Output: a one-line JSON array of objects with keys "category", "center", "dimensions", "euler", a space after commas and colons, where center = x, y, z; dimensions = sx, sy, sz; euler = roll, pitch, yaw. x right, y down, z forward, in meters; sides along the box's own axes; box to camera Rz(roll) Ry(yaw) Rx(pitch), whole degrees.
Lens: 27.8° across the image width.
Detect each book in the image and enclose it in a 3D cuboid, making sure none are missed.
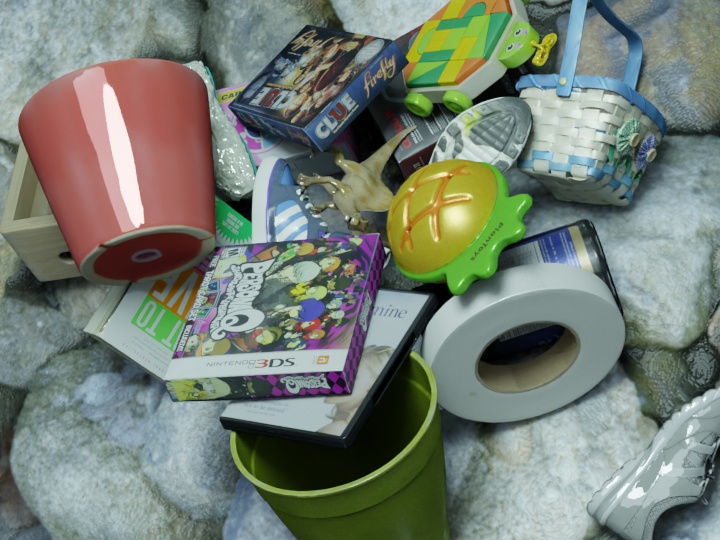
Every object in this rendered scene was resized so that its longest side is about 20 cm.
[{"category": "book", "center": [-0.193, 0.019, 1.602], "dimensions": [0.048, 0.134, 0.200], "euler": [10, 66, 58]}]

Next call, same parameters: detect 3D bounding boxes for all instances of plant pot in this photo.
[{"category": "plant pot", "center": [0.002, 0.203, 1.398], "dimensions": [0.200, 0.193, 0.200], "euler": [-14, 37, 10]}, {"category": "plant pot", "center": [-0.236, -0.092, 1.495], "dimensions": [0.200, 0.200, 0.178], "euler": [-19, 71, 8]}]

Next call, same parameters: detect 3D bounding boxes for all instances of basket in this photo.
[{"category": "basket", "center": [0.247, -0.176, 1.529], "dimensions": [0.139, 0.176, 0.200], "euler": [4, 81, 32]}]

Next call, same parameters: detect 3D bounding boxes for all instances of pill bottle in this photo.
[{"category": "pill bottle", "center": [0.159, 0.028, 1.494], "dimensions": [0.200, 0.112, 0.112], "euler": [-18, 63, 9]}]

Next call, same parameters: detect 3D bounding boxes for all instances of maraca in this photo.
[{"category": "maraca", "center": [0.094, -0.043, 1.393], "dimensions": [0.137, 0.107, 0.200], "euler": [-55, 27, 0]}]

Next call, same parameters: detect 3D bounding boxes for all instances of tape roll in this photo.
[{"category": "tape roll", "center": [0.158, 0.074, 1.423], "dimensions": [0.203, 0.203, 0.037], "euler": [-22, 48, 7]}]

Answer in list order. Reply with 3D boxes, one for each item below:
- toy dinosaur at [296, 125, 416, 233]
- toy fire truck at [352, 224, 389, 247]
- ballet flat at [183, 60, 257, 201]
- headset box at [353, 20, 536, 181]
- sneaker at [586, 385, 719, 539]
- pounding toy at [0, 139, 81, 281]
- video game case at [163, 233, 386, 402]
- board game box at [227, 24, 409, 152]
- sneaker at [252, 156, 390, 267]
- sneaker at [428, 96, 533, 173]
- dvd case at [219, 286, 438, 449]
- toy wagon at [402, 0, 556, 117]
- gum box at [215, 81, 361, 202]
[{"category": "toy dinosaur", "center": [-0.008, -0.093, 1.525], "dimensions": [0.101, 0.058, 0.200], "euler": [19, 39, 4]}, {"category": "toy fire truck", "center": [0.000, 0.000, 1.591], "dimensions": [0.200, 0.049, 0.141], "euler": [31, 78, 27]}, {"category": "ballet flat", "center": [-0.178, -0.152, 1.624], "dimensions": [0.072, 0.072, 0.200], "euler": [-29, 58, 3]}, {"category": "headset box", "center": [0.089, -0.197, 1.637], "dimensions": [0.200, 0.077, 0.149], "euler": [-28, 62, 2]}, {"category": "sneaker", "center": [0.314, 0.188, 1.408], "dimensions": [0.200, 0.075, 0.082], "euler": [-45, 76, 2]}, {"category": "pounding toy", "center": [-0.284, -0.067, 1.676], "dimensions": [0.200, 0.142, 0.184], "euler": [-7, 54, 15]}, {"category": "video game case", "center": [-0.079, 0.044, 1.414], "dimensions": [0.181, 0.036, 0.200], "euler": [-4, 40, 17]}, {"category": "board game box", "center": [-0.050, -0.200, 1.568], "dimensions": [0.136, 0.035, 0.200], "euler": [-47, 30, -11]}, {"category": "sneaker", "center": [-0.039, -0.033, 1.552], "dimensions": [0.146, 0.081, 0.200], "euler": [-2, 62, 8]}, {"category": "sneaker", "center": [0.105, -0.108, 1.510], "dimensions": [0.074, 0.085, 0.200], "euler": [45, 115, 3]}, {"category": "dvd case", "center": [-0.028, 0.085, 1.386], "dimensions": [0.143, 0.018, 0.200], "euler": [5, 43, 32]}, {"category": "toy wagon", "center": [0.124, -0.237, 1.528], "dimensions": [0.200, 0.040, 0.155], "euler": [6, 64, 56]}, {"category": "gum box", "center": [-0.108, -0.157, 1.684], "dimensions": [0.200, 0.066, 0.114], "euler": [-14, 64, 11]}]
